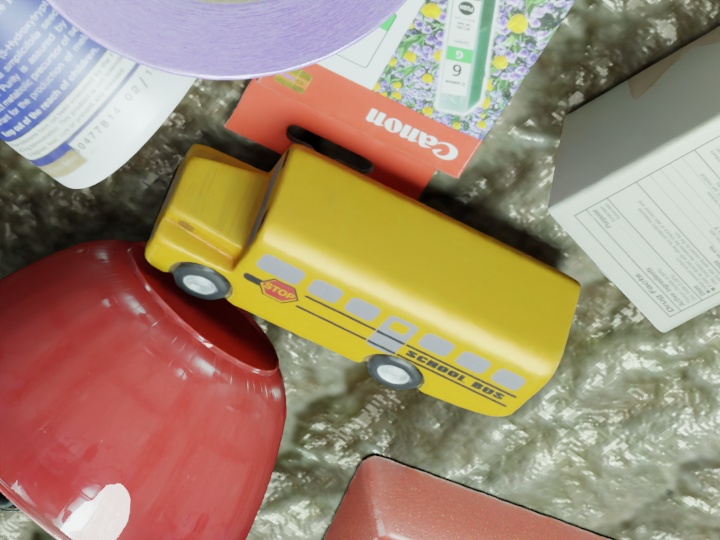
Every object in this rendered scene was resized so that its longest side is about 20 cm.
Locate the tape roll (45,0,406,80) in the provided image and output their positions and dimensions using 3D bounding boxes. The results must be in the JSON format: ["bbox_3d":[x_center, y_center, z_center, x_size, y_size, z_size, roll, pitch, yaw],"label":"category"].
[{"bbox_3d":[-0.055,-0.181,0.999,0.200,0.066,0.201,-1,101,-4],"label":"tape roll"}]

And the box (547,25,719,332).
[{"bbox_3d":[0.191,-0.063,1.102,0.200,0.078,0.095,-28,119,31],"label":"box"}]

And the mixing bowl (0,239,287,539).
[{"bbox_3d":[-0.111,0.056,1.221,0.200,0.200,0.108,37,102,-19],"label":"mixing bowl"}]

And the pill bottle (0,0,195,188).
[{"bbox_3d":[-0.169,-0.140,1.088,0.200,0.120,0.120,38,128,-20],"label":"pill bottle"}]

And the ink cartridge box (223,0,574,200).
[{"bbox_3d":[0.016,-0.100,1.127,0.109,0.050,0.200,25,130,-9],"label":"ink cartridge box"}]

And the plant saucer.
[{"bbox_3d":[0.062,0.211,1.398,0.199,0.037,0.200,20,131,-5],"label":"plant saucer"}]

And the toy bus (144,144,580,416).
[{"bbox_3d":[0.000,0.000,1.195,0.200,0.065,0.078,26,149,-10],"label":"toy bus"}]

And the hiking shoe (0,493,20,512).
[{"bbox_3d":[-0.174,0.108,1.326,0.200,0.087,0.074,40,127,-21],"label":"hiking shoe"}]
